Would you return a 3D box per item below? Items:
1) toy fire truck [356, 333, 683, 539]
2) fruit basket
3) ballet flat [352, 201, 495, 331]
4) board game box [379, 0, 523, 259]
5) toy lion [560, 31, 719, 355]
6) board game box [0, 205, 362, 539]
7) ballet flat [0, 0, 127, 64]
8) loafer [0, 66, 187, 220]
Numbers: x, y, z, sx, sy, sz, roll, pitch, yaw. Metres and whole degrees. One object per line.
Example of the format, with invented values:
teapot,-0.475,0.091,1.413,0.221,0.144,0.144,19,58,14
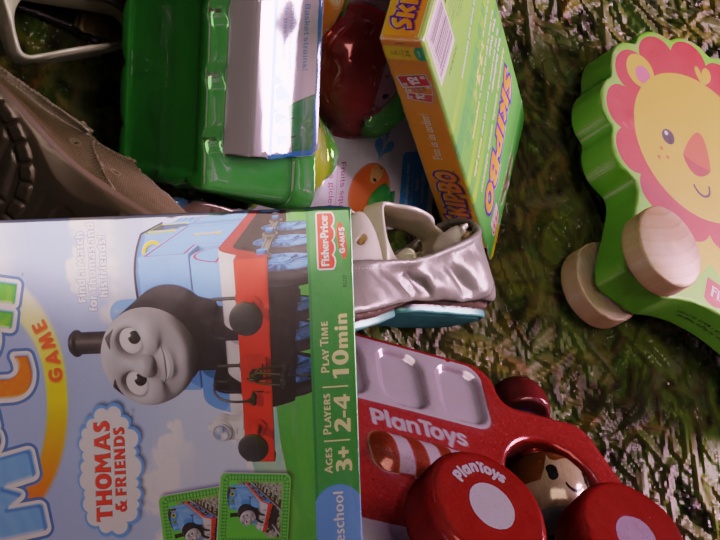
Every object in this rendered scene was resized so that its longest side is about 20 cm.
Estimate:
toy fire truck,0.060,0.110,1.083,0.199,0.112,0.169,14,45,-28
fruit basket,-0.021,-0.102,1.076,0.199,0.094,0.186,-6,104,-42
ballet flat,0.000,0.000,1.064,0.200,0.067,0.064,-5,85,-60
board game box,0.050,-0.095,1.126,0.200,0.030,0.096,64,36,-55
toy lion,0.198,-0.032,1.257,0.200,0.069,0.192,34,50,-21
board game box,-0.100,0.052,0.919,0.199,0.037,0.152,-3,92,-17
ballet flat,-0.168,-0.133,1.025,0.199,0.068,0.069,8,77,-33
loafer,-0.142,-0.033,0.993,0.200,0.076,0.067,40,11,6
